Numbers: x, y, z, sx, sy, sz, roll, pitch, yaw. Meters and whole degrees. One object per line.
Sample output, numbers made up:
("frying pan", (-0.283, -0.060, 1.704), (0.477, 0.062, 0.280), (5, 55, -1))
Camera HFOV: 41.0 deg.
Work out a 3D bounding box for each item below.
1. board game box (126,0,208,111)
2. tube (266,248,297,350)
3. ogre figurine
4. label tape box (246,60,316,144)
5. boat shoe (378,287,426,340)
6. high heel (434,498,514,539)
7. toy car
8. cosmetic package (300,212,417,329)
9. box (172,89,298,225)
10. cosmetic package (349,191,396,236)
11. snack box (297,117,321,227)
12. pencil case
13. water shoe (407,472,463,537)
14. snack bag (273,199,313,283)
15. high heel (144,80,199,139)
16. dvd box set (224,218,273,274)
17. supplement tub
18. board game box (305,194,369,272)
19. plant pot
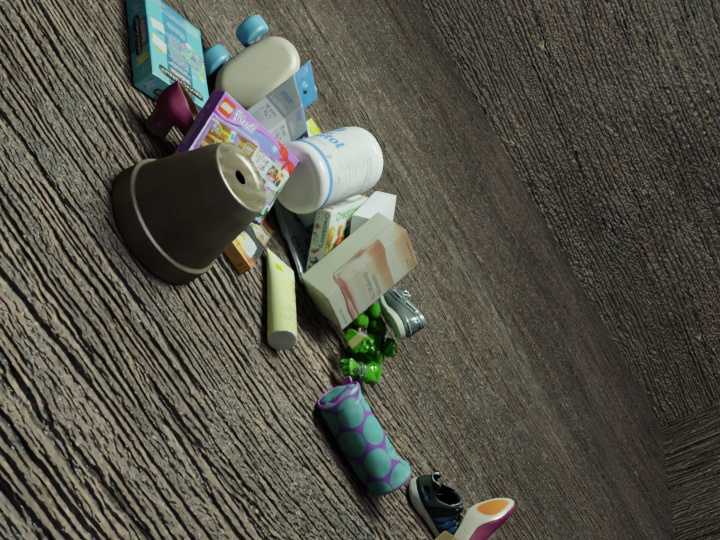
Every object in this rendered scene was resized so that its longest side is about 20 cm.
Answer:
("board game box", (-0.338, -0.376, 1.694), (0.151, 0.047, 0.202), (32, 39, -51))
("tube", (-0.139, 0.048, 1.686), (0.201, 0.051, 0.058), (-96, -170, -47))
("ogre figurine", (0.012, 0.131, 1.837), (0.120, 0.097, 0.201), (55, 16, -47))
("label tape box", (-0.142, -0.266, 1.743), (0.063, 0.200, 0.144), (48, -10, 15))
("boat shoe", (0.075, 0.073, 1.886), (0.200, 0.061, 0.073), (-122, -166, -64))
("high heel", (0.223, 0.515, 1.838), (0.199, 0.067, 0.097), (-28, 117, -34))
("toy car", (-0.197, -0.362, 1.895), (0.185, 0.177, 0.200), (50, -5, 2))
("cosmetic package", (0.000, 0.000, 1.798), (0.087, 0.200, 0.104), (36, -20, 41))
("box", (-0.206, -0.186, 1.612), (0.200, 0.039, 0.138), (41, 75, -42))
("cosmetic package", (0.016, -0.040, 1.941), (0.151, 0.051, 0.202), (-53, 154, -62))
("snack box", (-0.104, -0.199, 1.935), (0.169, 0.067, 0.200), (55, 26, -11))
("pencil case", (0.007, 0.293, 1.691), (0.201, 0.085, 0.092), (60, 40, -10))
("water shoe", (0.169, 0.469, 1.859), (0.200, 0.078, 0.072), (51, 27, -28))
("snack bag", (-0.100, -0.059, 1.905), (0.188, 0.021, 0.202), (6, 61, -62))
("high heel", (-0.252, -0.234, 1.601), (0.199, 0.096, 0.068), (23, 34, -36))
("dvd box set", (-0.233, -0.110, 1.666), (0.201, 0.029, 0.147), (57, 25, -18))
("supplement tub", (-0.063, -0.189, 1.787), (0.199, 0.131, 0.133), (-27, 91, -51))
("board game box", (-0.043, -0.072, 1.878), (0.200, 0.034, 0.127), (-31, 134, -65))
("plant pot", (-0.245, -0.105, 1.460), (0.200, 0.173, 0.201), (45, 29, -34))
